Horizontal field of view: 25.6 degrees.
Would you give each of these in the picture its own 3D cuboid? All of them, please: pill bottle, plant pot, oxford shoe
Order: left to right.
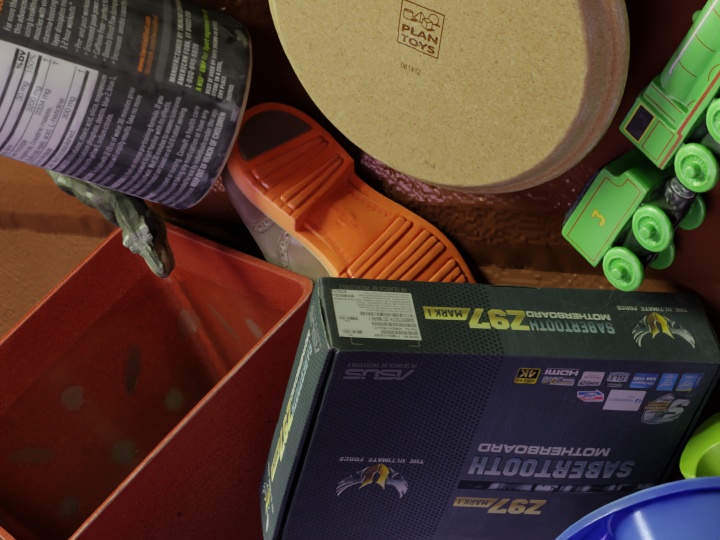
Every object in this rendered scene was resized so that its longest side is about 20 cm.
[{"bbox_3d":[-0.162,-0.108,0.799,0.198,0.107,0.106,17,142,-24],"label":"pill bottle"},{"bbox_3d":[-0.106,0.115,0.901,0.199,0.200,0.177,20,149,50],"label":"plant pot"},{"bbox_3d":[0.000,0.000,0.854,0.201,0.071,0.073,50,154,7],"label":"oxford shoe"}]

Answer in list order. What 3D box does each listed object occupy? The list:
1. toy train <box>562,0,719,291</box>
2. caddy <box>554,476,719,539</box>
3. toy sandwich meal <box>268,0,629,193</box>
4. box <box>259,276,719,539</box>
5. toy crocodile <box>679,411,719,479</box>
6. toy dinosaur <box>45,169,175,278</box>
[{"bbox_3d":[0.149,-0.068,0.701,0.056,0.042,0.201,46,137,18],"label":"toy train"},{"bbox_3d":[0.174,0.164,0.736,0.198,0.106,0.142,20,129,-28],"label":"caddy"},{"bbox_3d":[0.040,-0.132,0.725,0.203,0.070,0.207,19,132,22],"label":"toy sandwich meal"},{"bbox_3d":[0.059,0.079,0.781,0.197,0.051,0.159,4,134,-15],"label":"box"},{"bbox_3d":[0.237,0.074,0.713,0.198,0.062,0.068,-9,114,41],"label":"toy crocodile"},{"bbox_3d":[-0.154,-0.058,0.908,0.199,0.088,0.048,31,105,32],"label":"toy dinosaur"}]
